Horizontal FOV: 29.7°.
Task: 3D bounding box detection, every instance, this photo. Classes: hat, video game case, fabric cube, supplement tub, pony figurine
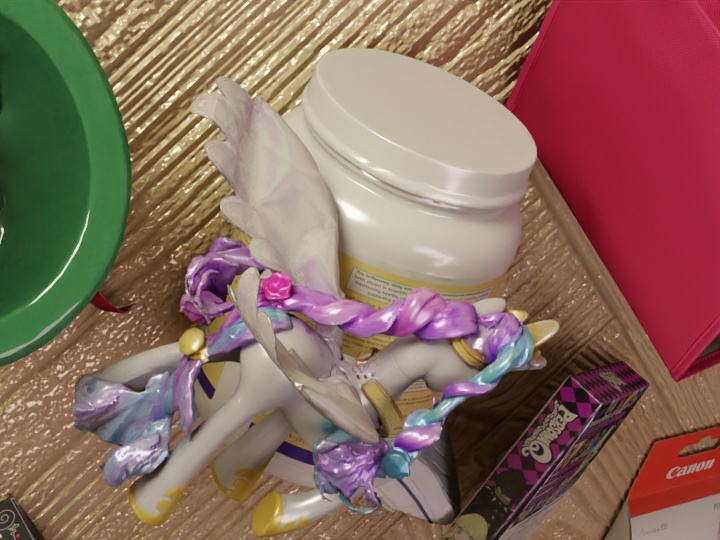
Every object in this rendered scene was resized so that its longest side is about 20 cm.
[{"bbox_3d":[-0.198,-0.036,0.629,0.164,0.176,0.203,-24,101,-18],"label":"hat"},{"bbox_3d":[0.134,0.151,1.016,0.182,0.036,0.200,-54,163,13],"label":"video game case"},{"bbox_3d":[0.231,-0.095,0.750,0.198,0.201,0.197,-20,156,-21],"label":"fabric cube"},{"bbox_3d":[0.000,0.000,0.730,0.144,0.146,0.202,-2,127,-39],"label":"supplement tub"},{"bbox_3d":[-0.031,0.038,0.606,0.199,0.168,0.193,-32,134,23],"label":"pony figurine"}]

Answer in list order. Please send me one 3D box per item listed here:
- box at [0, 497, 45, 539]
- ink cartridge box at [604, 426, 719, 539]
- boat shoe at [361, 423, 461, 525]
[{"bbox_3d":[-0.194,0.258,0.810,0.114,0.132,0.201,-33,140,-13],"label":"box"},{"bbox_3d":[0.304,0.241,1.292,0.161,0.057,0.202,-6,134,-36],"label":"ink cartridge box"},{"bbox_3d":[0.022,0.127,0.939,0.066,0.075,0.201,-10,149,12],"label":"boat shoe"}]
